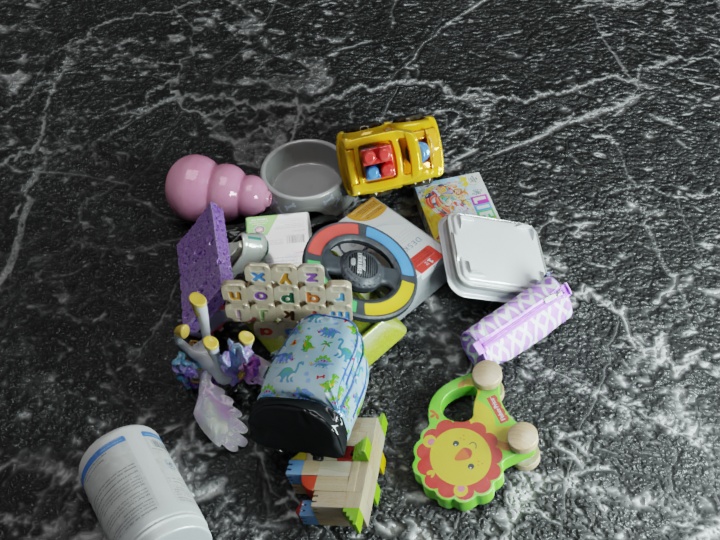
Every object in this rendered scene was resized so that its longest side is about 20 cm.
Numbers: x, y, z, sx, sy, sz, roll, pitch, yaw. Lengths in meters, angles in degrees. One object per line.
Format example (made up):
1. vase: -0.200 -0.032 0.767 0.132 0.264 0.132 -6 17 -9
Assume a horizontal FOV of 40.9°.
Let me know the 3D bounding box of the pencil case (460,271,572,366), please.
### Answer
1. pencil case: 0.258 0.088 1.574 0.198 0.085 0.085 -33 87 -15

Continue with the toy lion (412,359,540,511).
1. toy lion: 0.161 0.256 1.458 0.189 0.069 0.202 -22 49 -5

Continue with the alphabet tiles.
1. alphabet tiles: -0.110 0.046 1.462 0.196 0.197 0.015 0 54 2

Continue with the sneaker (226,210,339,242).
1. sneaker: -0.145 -0.077 1.782 0.197 0.061 0.105 -27 55 -16

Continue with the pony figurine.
1. pony figurine: -0.216 0.153 1.507 0.192 0.201 0.167 35 55 14

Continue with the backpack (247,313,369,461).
1. backpack: -0.061 0.162 1.432 0.160 0.157 0.200 6 28 26

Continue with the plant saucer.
1. plant saucer: -0.057 0.083 1.577 0.199 0.048 0.200 -39 71 -15

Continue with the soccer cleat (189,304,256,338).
1. soccer cleat: -0.237 0.061 1.599 0.198 0.076 0.067 -14 42 42

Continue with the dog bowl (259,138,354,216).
1. dog bowl: -0.106 -0.178 1.874 0.196 0.059 0.202 -2 46 2

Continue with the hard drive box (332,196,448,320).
1. hard drive box: 0.039 -0.019 1.704 0.155 0.078 0.199 -37 55 -26

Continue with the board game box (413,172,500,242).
1. board game box: 0.186 -0.094 1.790 0.132 0.035 0.202 -11 47 -7

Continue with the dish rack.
1. dish rack: 0.237 -0.026 1.661 0.196 0.044 0.174 7 54 -19

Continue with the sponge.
1. sponge: -0.258 -0.007 1.588 0.030 0.112 0.202 25 34 -35

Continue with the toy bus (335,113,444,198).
1. toy bus: 0.058 -0.206 1.737 0.196 0.138 0.192 -12 8 -1

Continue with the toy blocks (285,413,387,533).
1. toy blocks: -0.045 0.295 1.422 0.134 0.101 0.202 -3 46 18

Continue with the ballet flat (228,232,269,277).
1. ballet flat: -0.240 -0.008 1.646 0.199 0.069 0.070 -35 37 30

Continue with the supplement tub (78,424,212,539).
1. supplement tub: -0.307 0.332 1.368 0.130 0.133 0.200 -25 50 -18

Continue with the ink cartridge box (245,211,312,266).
1. ink cartridge box: -0.136 0.008 1.674 0.115 0.068 0.204 -5 68 -1

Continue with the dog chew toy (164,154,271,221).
1. dog chew toy: -0.264 -0.148 1.813 0.196 0.126 0.126 9 48 10

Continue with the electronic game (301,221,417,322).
1. electronic game: 0.000 0.000 1.573 0.196 0.042 0.203 12 49 -13
